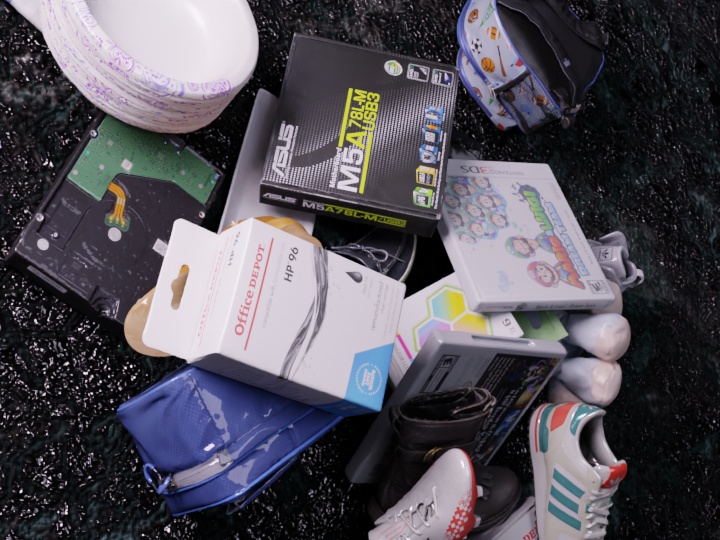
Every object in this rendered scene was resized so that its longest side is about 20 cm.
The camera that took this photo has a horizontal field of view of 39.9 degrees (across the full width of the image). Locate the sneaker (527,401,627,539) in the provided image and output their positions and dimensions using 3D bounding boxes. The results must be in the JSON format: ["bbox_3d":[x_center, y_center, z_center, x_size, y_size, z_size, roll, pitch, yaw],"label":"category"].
[{"bbox_3d":[0.236,0.237,1.045,0.069,0.093,0.204,-1,81,-40],"label":"sneaker"}]

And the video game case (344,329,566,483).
[{"bbox_3d":[0.099,0.146,1.033,0.179,0.202,0.023,8,35,-36],"label":"video game case"}]

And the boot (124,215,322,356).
[{"bbox_3d":[-0.137,0.009,0.921,0.199,0.144,0.072,-27,109,-19],"label":"boot"}]

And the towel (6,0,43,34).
[{"bbox_3d":[-0.250,-0.263,1.005,0.199,0.024,0.148,40,54,-21],"label":"towel"}]

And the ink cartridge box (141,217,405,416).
[{"bbox_3d":[-0.068,0.036,0.823,0.198,0.067,0.118,22,69,-27],"label":"ink cartridge box"}]

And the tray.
[{"bbox_3d":[-0.092,-0.088,1.067,0.106,0.022,0.203,27,59,-28],"label":"tray"}]

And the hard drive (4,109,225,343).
[{"bbox_3d":[-0.225,-0.052,0.938,0.139,0.038,0.202,37,55,-23],"label":"hard drive"}]

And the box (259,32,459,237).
[{"bbox_3d":[0.001,-0.148,1.064,0.190,0.048,0.203,13,63,-4],"label":"box"}]

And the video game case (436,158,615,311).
[{"bbox_3d":[0.168,-0.042,1.092,0.179,0.024,0.202,0,52,-26],"label":"video game case"}]

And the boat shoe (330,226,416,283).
[{"bbox_3d":[0.000,0.000,1.069,0.200,0.074,0.063,-49,142,-35],"label":"boat shoe"}]

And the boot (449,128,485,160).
[{"bbox_3d":[0.068,-0.113,1.167,0.167,0.076,0.203,32,51,-21],"label":"boot"}]

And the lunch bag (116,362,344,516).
[{"bbox_3d":[-0.112,0.135,0.894,0.199,0.135,0.134,-33,94,-38],"label":"lunch bag"}]

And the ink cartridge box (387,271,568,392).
[{"bbox_3d":[0.112,0.062,1.058,0.198,0.060,0.105,-27,57,-4],"label":"ink cartridge box"}]

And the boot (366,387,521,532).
[{"bbox_3d":[0.103,0.188,1.004,0.197,0.176,0.070,-4,42,-26],"label":"boot"}]

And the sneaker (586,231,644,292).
[{"bbox_3d":[0.269,-0.025,1.271,0.199,0.114,0.076,37,54,-22],"label":"sneaker"}]

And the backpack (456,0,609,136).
[{"bbox_3d":[0.215,-0.295,1.305,0.191,0.153,0.201,52,43,-21],"label":"backpack"}]

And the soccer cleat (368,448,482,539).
[{"bbox_3d":[0.054,0.248,0.959,0.084,0.202,0.069,1,44,-24],"label":"soccer cleat"}]

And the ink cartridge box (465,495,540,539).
[{"bbox_3d":[0.177,0.367,1.073,0.143,0.084,0.203,-23,90,-42],"label":"ink cartridge box"}]

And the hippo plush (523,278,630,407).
[{"bbox_3d":[0.200,0.067,1.134,0.158,0.161,0.202,9,41,-21],"label":"hippo plush"}]

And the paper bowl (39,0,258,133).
[{"bbox_3d":[-0.203,-0.221,0.934,0.198,0.104,0.204,21,53,-29],"label":"paper bowl"}]
